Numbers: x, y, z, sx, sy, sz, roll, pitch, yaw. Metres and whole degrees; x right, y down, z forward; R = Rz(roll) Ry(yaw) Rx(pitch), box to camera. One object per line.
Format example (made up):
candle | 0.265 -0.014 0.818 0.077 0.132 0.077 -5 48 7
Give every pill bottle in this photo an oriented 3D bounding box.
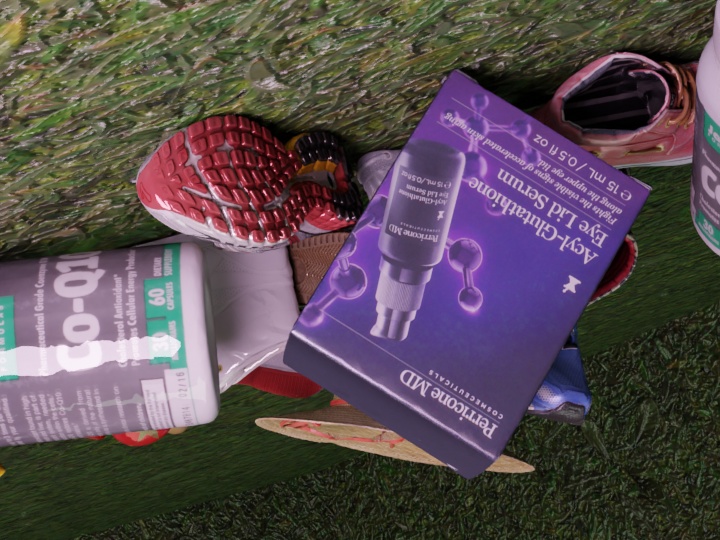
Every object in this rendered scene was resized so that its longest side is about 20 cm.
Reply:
pill bottle | -0.191 0.048 0.918 0.198 0.114 0.113 -7 169 -3
pill bottle | 0.272 -0.098 0.961 0.112 0.114 0.201 -19 144 -3

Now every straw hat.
straw hat | 0.030 0.083 1.052 0.199 0.086 0.201 9 168 2

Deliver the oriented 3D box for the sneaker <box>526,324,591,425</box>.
sneaker | 0.116 0.022 1.027 0.078 0.201 0.089 14 125 -27

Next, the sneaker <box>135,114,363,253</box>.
sneaker | -0.073 -0.039 0.890 0.082 0.078 0.200 -23 169 24

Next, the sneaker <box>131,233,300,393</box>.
sneaker | -0.139 0.041 1.071 0.199 0.116 0.074 -17 171 0

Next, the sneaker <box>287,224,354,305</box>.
sneaker | 0.000 0.000 1.128 0.199 0.072 0.112 7 -170 40

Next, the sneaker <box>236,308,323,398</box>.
sneaker | -0.077 0.057 1.201 0.199 0.079 0.115 17 -167 33

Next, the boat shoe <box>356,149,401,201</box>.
boat shoe | 0.071 -0.064 1.094 0.074 0.065 0.201 -43 163 34

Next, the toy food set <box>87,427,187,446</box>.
toy food set | -0.209 0.081 1.081 0.197 0.049 0.200 20 -178 -12

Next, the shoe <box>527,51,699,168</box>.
shoe | 0.211 -0.113 1.036 0.199 0.072 0.091 -13 171 -14

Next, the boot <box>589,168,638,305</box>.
boot | 0.129 -0.015 1.188 0.203 0.074 0.154 -29 -156 17

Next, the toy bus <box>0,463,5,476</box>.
toy bus | -0.338 0.123 1.130 0.191 0.136 0.200 -30 169 -10

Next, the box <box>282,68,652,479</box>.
box | 0.063 0.005 0.926 0.201 0.147 0.104 -59 178 -14
